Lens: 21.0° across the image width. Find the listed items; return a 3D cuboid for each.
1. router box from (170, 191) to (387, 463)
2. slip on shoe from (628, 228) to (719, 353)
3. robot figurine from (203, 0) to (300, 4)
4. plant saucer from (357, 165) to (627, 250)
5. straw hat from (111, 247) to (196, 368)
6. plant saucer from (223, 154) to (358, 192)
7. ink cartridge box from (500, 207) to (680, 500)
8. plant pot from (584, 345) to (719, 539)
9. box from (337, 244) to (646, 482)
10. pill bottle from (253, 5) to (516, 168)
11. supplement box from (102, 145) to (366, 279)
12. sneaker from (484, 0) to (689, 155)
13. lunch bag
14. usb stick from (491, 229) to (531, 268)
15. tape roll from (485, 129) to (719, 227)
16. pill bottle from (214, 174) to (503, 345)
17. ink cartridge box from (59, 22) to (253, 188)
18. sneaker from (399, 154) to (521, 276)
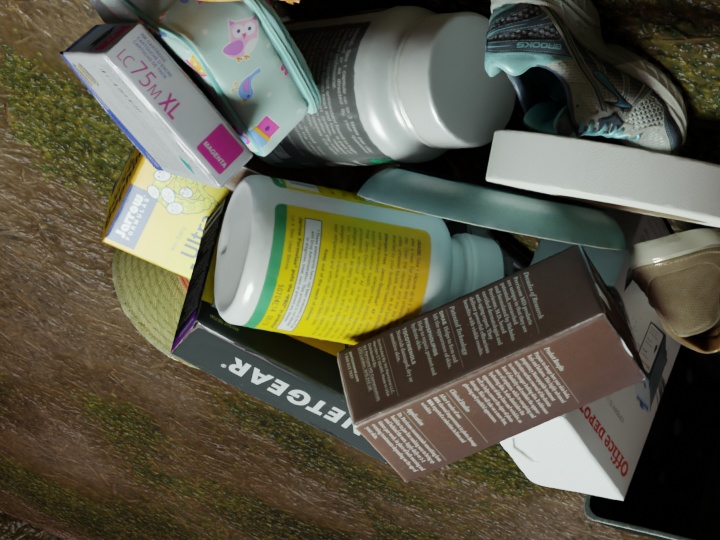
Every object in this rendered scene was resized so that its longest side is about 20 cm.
[{"bbox_3d":[-0.040,0.044,1.529,0.200,0.149,0.051,28,132,-17],"label":"router box"},{"bbox_3d":[0.244,0.017,1.439,0.076,0.061,0.200,-13,165,9],"label":"slip on shoe"},{"bbox_3d":[-0.124,-0.239,1.223,0.200,0.058,0.145,14,115,11],"label":"robot figurine"},{"bbox_3d":[0.098,-0.048,1.406,0.200,0.027,0.200,12,-174,-1],"label":"plant saucer"},{"bbox_3d":[-0.120,-0.013,1.742,0.201,0.201,0.085,28,135,-7],"label":"straw hat"},{"bbox_3d":[-0.096,-0.101,1.541,0.200,0.032,0.200,25,-162,-9],"label":"plant saucer"},{"bbox_3d":[0.182,0.058,1.532,0.086,0.200,0.146,7,153,33],"label":"ink cartridge box"},{"bbox_3d":[0.329,0.156,1.625,0.200,0.200,0.177,11,164,29],"label":"plant pot"},{"bbox_3d":[0.094,0.069,1.409,0.200,0.075,0.100,-23,142,13],"label":"box"},{"bbox_3d":[0.009,-0.133,1.417,0.200,0.113,0.113,0,146,46],"label":"pill bottle"},{"bbox_3d":[-0.102,-0.050,1.627,0.200,0.109,0.110,23,-159,-13],"label":"supplement box"},{"bbox_3d":[0.148,-0.119,1.336,0.078,0.086,0.200,-4,147,48],"label":"sneaker"},{"bbox_3d":[-0.120,-0.175,1.362,0.200,0.077,0.160,41,172,38],"label":"lunch bag"},{"bbox_3d":[0.144,0.012,1.690,0.200,0.033,0.055,37,161,-25],"label":"usb stick"},{"bbox_3d":[0.185,-0.059,1.313,0.202,0.037,0.203,11,-179,0],"label":"tape roll"},{"bbox_3d":[0.000,0.000,1.449,0.200,0.113,0.113,10,161,-17],"label":"pill bottle"},{"bbox_3d":[-0.147,-0.118,1.360,0.119,0.042,0.200,50,169,-16],"label":"ink cartridge box"},{"bbox_3d":[0.095,-0.002,1.583,0.076,0.201,0.115,-29,158,32],"label":"sneaker"}]
